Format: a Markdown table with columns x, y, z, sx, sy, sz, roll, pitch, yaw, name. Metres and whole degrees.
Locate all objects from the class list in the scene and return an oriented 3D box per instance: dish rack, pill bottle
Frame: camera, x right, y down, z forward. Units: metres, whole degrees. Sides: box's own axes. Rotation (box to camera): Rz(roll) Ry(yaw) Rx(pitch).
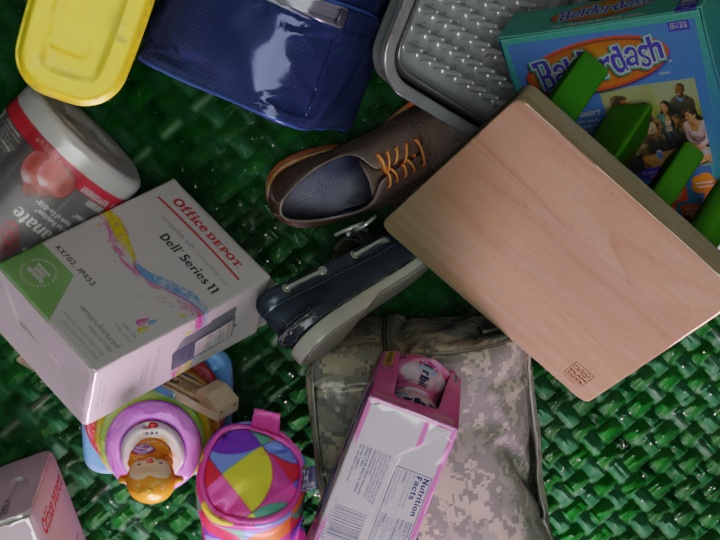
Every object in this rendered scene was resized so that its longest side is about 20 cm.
| x | y | z | sx | sy | sz | roll | pitch | yaw | name |
| --- | --- | --- | --- | --- | --- | --- | --- | --- | --- |
| 0.088 | -0.197 | 1.586 | 0.172 | 0.044 | 0.200 | 27 | 82 | -44 | dish rack |
| -0.264 | -0.030 | 1.620 | 0.111 | 0.111 | 0.200 | 43 | 98 | -12 | pill bottle |

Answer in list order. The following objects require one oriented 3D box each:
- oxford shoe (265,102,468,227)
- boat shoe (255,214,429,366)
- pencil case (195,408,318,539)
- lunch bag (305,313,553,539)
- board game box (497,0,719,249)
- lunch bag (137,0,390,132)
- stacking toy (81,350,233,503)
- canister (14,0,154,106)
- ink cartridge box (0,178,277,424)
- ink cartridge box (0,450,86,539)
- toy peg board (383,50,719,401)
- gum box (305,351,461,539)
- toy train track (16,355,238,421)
| x | y | z | sx | sy | sz | roll | pitch | yaw | name |
| --- | --- | --- | --- | --- | --- | --- | --- | --- | --- |
| 0.027 | -0.077 | 1.645 | 0.200 | 0.073 | 0.071 | -24 | 104 | 2 | oxford shoe |
| 0.000 | 0.000 | 1.624 | 0.062 | 0.200 | 0.075 | 47 | 140 | 7 | boat shoe |
| -0.078 | 0.174 | 1.643 | 0.088 | 0.200 | 0.088 | 2 | 67 | -4 | pencil case |
| 0.054 | 0.132 | 1.663 | 0.168 | 0.139 | 0.200 | -5 | 103 | 4 | lunch bag |
| 0.198 | -0.094 | 1.571 | 0.152 | 0.045 | 0.200 | -5 | 119 | 28 | board game box |
| -0.053 | -0.180 | 1.555 | 0.136 | 0.200 | 0.132 | 24 | 98 | 10 | lunch bag |
| -0.151 | 0.124 | 1.619 | 0.116 | 0.200 | 0.110 | 1 | 104 | -3 | stacking toy |
| -0.181 | -0.199 | 1.536 | 0.086 | 0.200 | 0.149 | 18 | 102 | -9 | canister |
| -0.148 | 0.011 | 1.586 | 0.117 | 0.200 | 0.067 | 44 | 143 | 23 | ink cartridge box |
| -0.243 | 0.256 | 1.674 | 0.084 | 0.146 | 0.200 | -18 | 103 | 3 | ink cartridge box |
| 0.156 | -0.038 | 1.555 | 0.200 | 0.199 | 0.098 | 41 | 54 | -5 | toy peg board |
| 0.009 | 0.159 | 1.542 | 0.066 | 0.114 | 0.200 | 21 | 105 | -1 | gum box |
| -0.170 | 0.054 | 1.621 | 0.200 | 0.115 | 0.033 | 25 | 124 | 31 | toy train track |
